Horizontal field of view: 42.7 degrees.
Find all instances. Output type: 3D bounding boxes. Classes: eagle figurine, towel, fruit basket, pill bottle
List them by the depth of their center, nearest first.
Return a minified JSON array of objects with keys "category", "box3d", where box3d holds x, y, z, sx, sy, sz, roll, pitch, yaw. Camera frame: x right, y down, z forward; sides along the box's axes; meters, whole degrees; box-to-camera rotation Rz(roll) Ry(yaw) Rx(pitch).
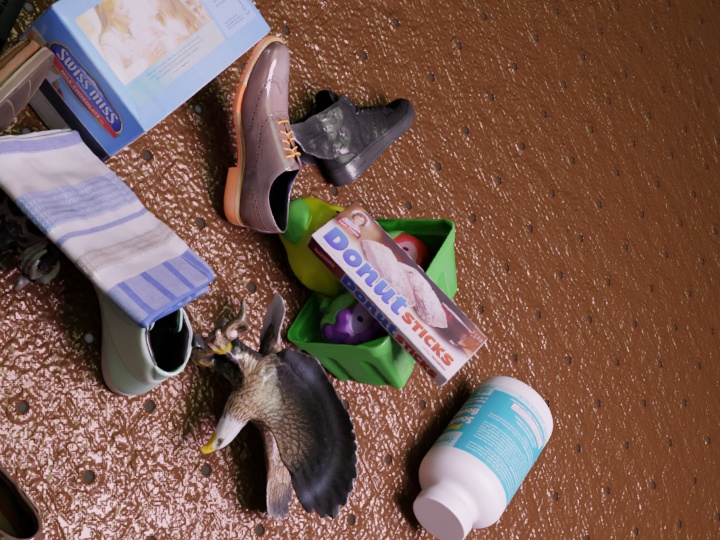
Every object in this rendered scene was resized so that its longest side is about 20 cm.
[{"category":"towel","box3d":[-0.218,-0.043,0.777,0.200,0.024,0.147,46,18,1]},{"category":"eagle figurine","box3d":[-0.088,0.139,0.899,0.200,0.151,0.152,47,15,-6]},{"category":"fruit basket","box3d":[0.000,0.000,1.016,0.214,0.154,0.219,-5,96,-54]},{"category":"pill bottle","box3d":[0.142,0.226,1.097,0.200,0.110,0.112,-45,109,-40]}]

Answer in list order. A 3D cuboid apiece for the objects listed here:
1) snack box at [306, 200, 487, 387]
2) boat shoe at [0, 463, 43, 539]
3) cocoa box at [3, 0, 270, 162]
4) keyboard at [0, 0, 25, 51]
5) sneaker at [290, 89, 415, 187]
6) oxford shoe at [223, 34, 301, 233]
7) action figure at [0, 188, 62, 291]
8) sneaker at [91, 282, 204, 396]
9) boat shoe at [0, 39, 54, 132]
[{"category":"snack box","box3d":[0.037,0.022,0.943,0.200,0.024,0.072,46,57,7]},{"category":"boat shoe","box3d":[-0.311,0.143,0.693,0.202,0.075,0.075,44,34,3]},{"category":"cocoa box","box3d":[-0.210,-0.216,0.877,0.134,0.130,0.200,54,50,-18]},{"category":"keyboard","box3d":[-0.358,-0.230,0.812,0.104,0.039,0.202,31,59,-33]},{"category":"sneaker","box3d":[-0.013,-0.178,1.094,0.200,0.060,0.105,-50,117,-34]},{"category":"oxford shoe","box3d":[-0.088,-0.137,0.950,0.071,0.072,0.203,-23,127,-55]},{"category":"action figure","box3d":[-0.302,-0.028,0.770,0.119,0.102,0.200,47,53,-8]},{"category":"sneaker","box3d":[-0.197,0.008,0.842,0.073,0.118,0.203,-5,82,-40]},{"category":"boat shoe","box3d":[-0.338,-0.126,0.751,0.068,0.072,0.201,41,73,-6]}]
